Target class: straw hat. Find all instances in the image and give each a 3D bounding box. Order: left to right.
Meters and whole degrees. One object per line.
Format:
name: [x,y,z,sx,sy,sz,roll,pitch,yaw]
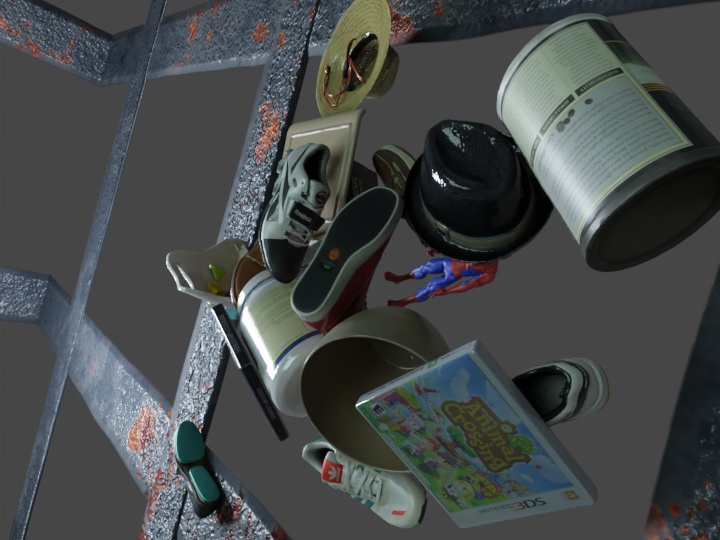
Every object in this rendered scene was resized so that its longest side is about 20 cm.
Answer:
straw hat: [0.014,-0.329,0.885,0.198,0.083,0.209,-20,64,49]

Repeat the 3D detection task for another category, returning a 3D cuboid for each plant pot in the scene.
plant pot: [0.037,0.125,0.679,0.199,0.201,0.135,-37,12,33]

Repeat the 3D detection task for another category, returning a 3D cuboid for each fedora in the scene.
fedora: [0.131,-0.114,0.643,0.193,0.092,0.207,-10,59,16]

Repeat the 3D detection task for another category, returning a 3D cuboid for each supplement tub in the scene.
supplement tub: [-0.103,0.104,0.846,0.147,0.142,0.201,-57,45,18]

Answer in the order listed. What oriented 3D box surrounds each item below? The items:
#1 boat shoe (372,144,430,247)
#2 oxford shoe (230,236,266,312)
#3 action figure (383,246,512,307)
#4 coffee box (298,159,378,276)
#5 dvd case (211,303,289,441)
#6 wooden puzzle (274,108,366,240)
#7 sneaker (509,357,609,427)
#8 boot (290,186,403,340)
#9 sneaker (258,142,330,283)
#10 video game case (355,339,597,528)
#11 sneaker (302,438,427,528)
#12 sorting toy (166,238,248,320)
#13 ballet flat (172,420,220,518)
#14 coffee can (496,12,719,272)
boat shoe: [0.059,-0.107,0.762,0.073,0.076,0.203,-29,47,-11]
oxford shoe: [-0.168,-0.011,0.958,0.070,0.071,0.204,-22,35,36]
action figure: [0.112,0.003,0.714,0.196,0.051,0.068,-22,63,39]
coffee box: [-0.060,-0.082,0.899,0.197,0.078,0.117,-26,60,40]
dvd case: [-0.181,0.170,0.900,0.024,0.204,0.151,-27,43,-15]
wooden puzzle: [-0.070,-0.144,0.847,0.182,0.037,0.207,6,79,48]
sneaker: [0.162,0.146,0.588,0.199,0.086,0.078,-41,54,34]
boot: [0.000,0.000,0.726,0.071,0.145,0.202,30,78,30]
sneaker: [-0.084,-0.086,0.756,0.087,0.073,0.208,-10,68,46]
video game case: [0.113,0.183,0.570,0.201,0.022,0.180,50,131,-8]
sneaker: [-0.003,0.280,0.725,0.197,0.092,0.073,18,92,48]
sorting toy: [-0.269,0.021,1.025,0.109,0.177,0.201,-57,45,17]
ballet flat: [-0.332,0.396,1.075,0.201,0.066,0.070,53,125,42]
coffee can: [0.239,-0.126,0.536,0.146,0.144,0.205,-41,52,31]
